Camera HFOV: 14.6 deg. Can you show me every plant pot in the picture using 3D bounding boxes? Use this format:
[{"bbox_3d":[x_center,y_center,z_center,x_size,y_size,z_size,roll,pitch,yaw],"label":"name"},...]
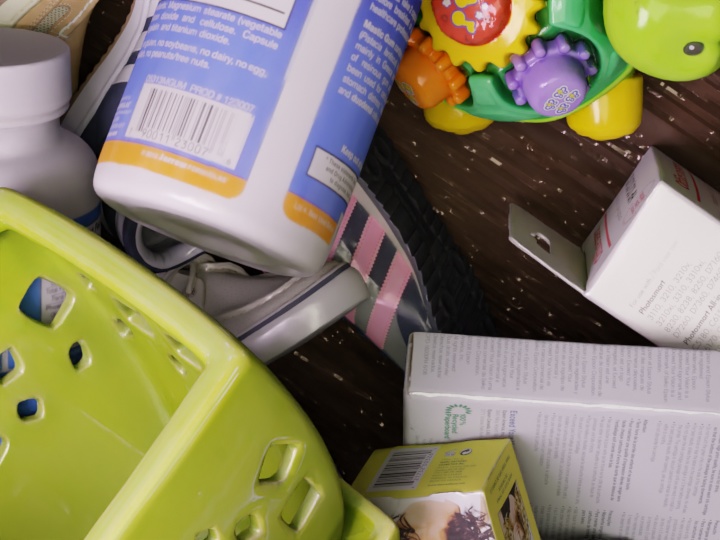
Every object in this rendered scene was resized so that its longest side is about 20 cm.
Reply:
[{"bbox_3d":[-0.113,0.114,1.216,0.199,0.200,0.181,-52,134,-6],"label":"plant pot"}]

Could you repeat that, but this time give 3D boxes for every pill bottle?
[{"bbox_3d":[-0.035,-0.108,1.246,0.111,0.112,0.201,21,82,0],"label":"pill bottle"},{"bbox_3d":[-0.178,-0.008,1.317,0.111,0.112,0.201,2,108,4],"label":"pill bottle"}]

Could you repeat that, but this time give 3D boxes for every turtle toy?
[{"bbox_3d":[0.089,-0.128,1.304,0.199,0.101,0.147,4,103,25],"label":"turtle toy"}]

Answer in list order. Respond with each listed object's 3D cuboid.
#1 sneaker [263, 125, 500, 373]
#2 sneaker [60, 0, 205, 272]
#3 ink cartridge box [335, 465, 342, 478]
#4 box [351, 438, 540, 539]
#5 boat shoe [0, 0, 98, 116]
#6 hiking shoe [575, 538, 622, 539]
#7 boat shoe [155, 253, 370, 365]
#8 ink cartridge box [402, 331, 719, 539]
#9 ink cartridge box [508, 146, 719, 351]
[{"bbox_3d":[0.000,0.000,1.384,0.082,0.070,0.201,-28,96,26],"label":"sneaker"},{"bbox_3d":[-0.071,-0.093,1.325,0.070,0.109,0.201,11,119,-39],"label":"sneaker"},{"bbox_3d":[-0.083,0.186,1.421,0.199,0.068,0.117,-27,100,9],"label":"ink cartridge box"},{"bbox_3d":[0.056,0.178,1.301,0.075,0.050,0.201,-7,115,25],"label":"box"},{"bbox_3d":[-0.164,-0.109,1.373,0.200,0.072,0.076,-39,110,20],"label":"boat shoe"},{"bbox_3d":[0.142,0.203,1.355,0.199,0.101,0.076,28,129,-27],"label":"hiking shoe"},{"bbox_3d":[-0.084,0.027,1.366,0.199,0.071,0.070,-26,93,38],"label":"boat shoe"},{"bbox_3d":[0.119,0.098,1.338,0.199,0.197,0.044,4,58,2],"label":"ink cartridge box"},{"bbox_3d":[0.170,0.007,1.338,0.199,0.115,0.068,34,100,-3],"label":"ink cartridge box"}]
